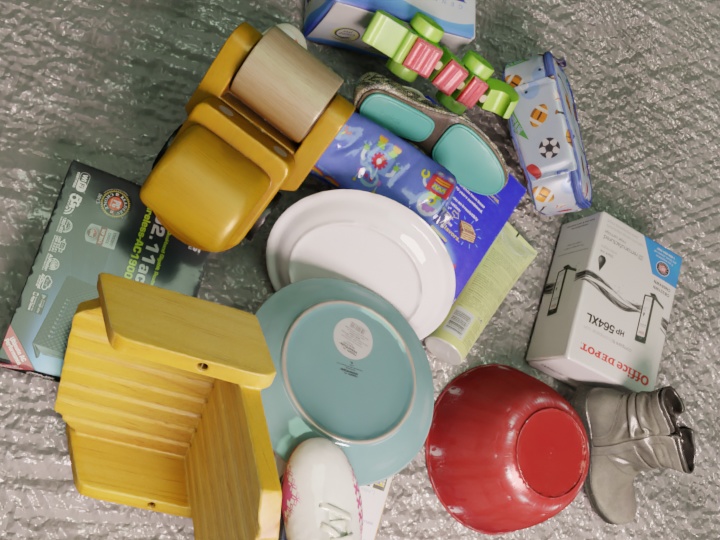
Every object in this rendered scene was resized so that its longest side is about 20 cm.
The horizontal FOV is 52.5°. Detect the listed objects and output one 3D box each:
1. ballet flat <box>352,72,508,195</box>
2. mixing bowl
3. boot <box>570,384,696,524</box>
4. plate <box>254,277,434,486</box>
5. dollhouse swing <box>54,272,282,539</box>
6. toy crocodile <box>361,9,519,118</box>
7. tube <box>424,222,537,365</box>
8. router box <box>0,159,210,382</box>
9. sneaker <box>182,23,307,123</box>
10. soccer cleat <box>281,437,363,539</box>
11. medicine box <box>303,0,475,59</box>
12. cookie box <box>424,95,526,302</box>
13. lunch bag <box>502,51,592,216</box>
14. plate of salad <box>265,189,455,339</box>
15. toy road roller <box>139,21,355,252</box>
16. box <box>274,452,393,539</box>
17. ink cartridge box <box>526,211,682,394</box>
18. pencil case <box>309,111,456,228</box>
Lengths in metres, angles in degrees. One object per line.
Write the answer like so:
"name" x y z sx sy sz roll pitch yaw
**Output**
"ballet flat" 0.080 -0.157 0.794 0.199 0.068 0.075 27 39 -20
"mixing bowl" 0.185 0.206 0.835 0.199 0.108 0.201 4 79 -23
"boot" 0.333 0.229 0.869 0.068 0.130 0.201 -31 109 -39
"plate" -0.013 0.094 0.669 0.199 0.026 0.201 13 59 -22
"dollhouse swing" -0.163 0.150 0.575 0.181 0.200 0.176 17 37 -14
"toy crocodile" 0.091 -0.226 0.815 0.199 0.068 0.062 25 28 -28
"tube" 0.148 0.024 0.886 0.200 0.052 0.058 -54 145 -26
"router box" -0.236 0.016 0.698 0.149 0.062 0.201 20 73 -22
"sneaker" -0.112 -0.198 0.775 0.070 0.093 0.200 43 67 -12
"soccer cleat" -0.021 0.237 0.580 0.070 0.086 0.201 -2 90 -21
"medicine box" 0.036 -0.364 0.867 0.181 0.103 0.201 7 77 -24
"cookie box" 0.073 -0.069 0.846 0.171 0.075 0.200 41 67 -10
"lunch bag" 0.238 -0.170 0.912 0.160 0.075 0.201 -1 81 -66
"plate of salad" 0.000 0.000 0.753 0.200 0.200 0.048 41 36 -13
"toy road roller" -0.108 -0.103 0.640 0.123 0.200 0.146 36 24 -10
"box" -0.043 0.218 0.655 0.119 0.041 0.201 25 70 -19
"ink cartridge box" 0.314 0.050 0.933 0.146 0.084 0.201 26 71 -19
"pencil case" 0.003 -0.106 0.746 0.200 0.078 0.087 31 76 -5
